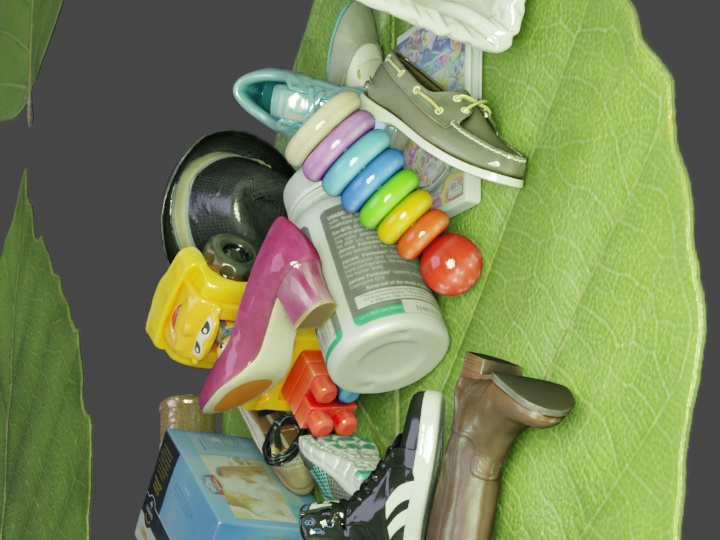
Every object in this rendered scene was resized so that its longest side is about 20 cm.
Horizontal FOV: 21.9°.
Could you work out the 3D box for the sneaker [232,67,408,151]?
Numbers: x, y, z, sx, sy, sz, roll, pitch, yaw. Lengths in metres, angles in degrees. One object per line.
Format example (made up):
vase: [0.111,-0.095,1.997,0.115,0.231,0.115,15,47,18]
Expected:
sneaker: [-0.043,-0.148,1.779,0.199,0.082,0.074,16,104,41]

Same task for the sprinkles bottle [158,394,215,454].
sprinkles bottle: [-0.192,0.242,2.079,0.068,0.068,0.201,-41,46,53]

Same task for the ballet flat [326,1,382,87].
ballet flat: [-0.004,-0.165,1.844,0.063,0.067,0.201,25,107,35]

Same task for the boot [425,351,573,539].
boot: [0.103,0.178,1.486,0.186,0.064,0.201,-149,73,-77]

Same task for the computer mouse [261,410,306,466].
computer mouse: [-0.088,0.123,1.839,0.200,0.058,0.034,-108,5,-58]

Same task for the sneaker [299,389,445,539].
sneaker: [0.005,0.191,1.574,0.073,0.111,0.201,-48,-32,-73]

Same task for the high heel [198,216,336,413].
high heel: [-0.098,0.045,1.657,0.200,0.067,0.096,-50,56,41]

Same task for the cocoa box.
cocoa box: [-0.127,0.263,1.860,0.200,0.133,0.132,47,124,59]

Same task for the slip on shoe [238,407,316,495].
slip on shoe: [-0.079,0.150,1.884,0.200,0.076,0.061,-124,18,-57]

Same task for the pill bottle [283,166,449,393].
pill bottle: [0.000,0.000,1.678,0.113,0.112,0.201,-54,43,43]

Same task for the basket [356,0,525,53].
basket: [0.048,-0.313,1.594,0.201,0.197,0.161,-70,23,5]

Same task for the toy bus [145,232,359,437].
toy bus: [-0.080,0.075,1.763,0.136,0.199,0.193,-62,39,34]

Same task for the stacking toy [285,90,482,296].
stacking toy: [0.029,-0.059,1.617,0.200,0.085,0.085,46,139,3]

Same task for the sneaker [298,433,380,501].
sneaker: [-0.010,0.210,1.706,0.200,0.077,0.092,-147,65,-64]

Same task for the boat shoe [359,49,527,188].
boat shoe: [0.075,-0.131,1.610,0.201,0.072,0.061,36,104,42]

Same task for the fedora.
fedora: [-0.102,-0.045,1.863,0.091,0.200,0.202,8,89,47]

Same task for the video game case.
video game case: [0.070,-0.141,1.713,0.143,0.018,0.201,-26,58,61]
